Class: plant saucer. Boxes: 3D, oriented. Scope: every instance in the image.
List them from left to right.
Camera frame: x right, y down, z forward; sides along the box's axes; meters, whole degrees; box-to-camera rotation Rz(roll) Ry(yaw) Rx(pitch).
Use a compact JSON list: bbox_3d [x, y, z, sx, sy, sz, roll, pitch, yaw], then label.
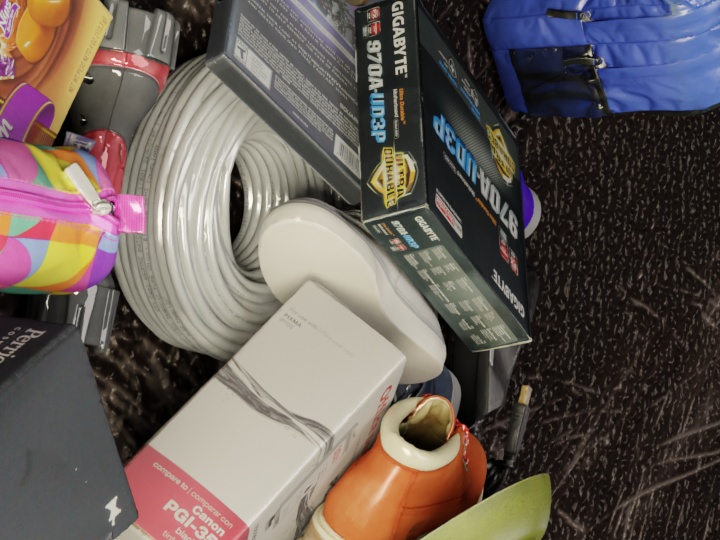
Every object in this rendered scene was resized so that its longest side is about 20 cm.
[{"bbox_3d":[0.043,0.195,1.347,0.200,0.200,0.031,-12,63,-56],"label":"plant saucer"}]

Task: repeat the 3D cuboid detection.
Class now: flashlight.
[{"bbox_3d":[-0.151,-0.054,1.252,0.068,0.068,0.201,19,79,-58],"label":"flashlight"}]

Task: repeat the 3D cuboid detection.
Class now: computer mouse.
[{"bbox_3d":[0.091,0.077,1.612,0.046,0.140,0.200,24,76,-16],"label":"computer mouse"}]

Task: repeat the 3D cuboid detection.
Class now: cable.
[{"bbox_3d":[-0.078,-0.044,1.368,0.200,0.069,0.200,29,73,-55],"label":"cable"}]

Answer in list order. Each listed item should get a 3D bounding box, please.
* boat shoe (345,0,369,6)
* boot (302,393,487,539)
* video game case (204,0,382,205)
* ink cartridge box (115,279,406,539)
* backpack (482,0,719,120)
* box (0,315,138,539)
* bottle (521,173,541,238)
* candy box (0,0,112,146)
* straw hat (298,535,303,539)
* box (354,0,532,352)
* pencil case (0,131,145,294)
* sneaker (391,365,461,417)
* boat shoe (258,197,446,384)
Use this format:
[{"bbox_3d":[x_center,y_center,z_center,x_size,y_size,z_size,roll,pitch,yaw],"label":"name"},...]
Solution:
[{"bbox_3d":[0.020,-0.253,1.428,0.076,0.074,0.200,48,35,-28],"label":"boat shoe"},{"bbox_3d":[0.045,0.121,1.376,0.107,0.075,0.200,-62,165,21],"label":"boot"},{"bbox_3d":[-0.035,-0.156,1.365,0.143,0.019,0.200,43,36,-34],"label":"video game case"},{"bbox_3d":[-0.070,0.122,1.308,0.200,0.083,0.147,-45,166,-30],"label":"ink cartridge box"},{"bbox_3d":[0.210,-0.204,1.663,0.163,0.200,0.168,-55,138,-35],"label":"backpack"},{"bbox_3d":[-0.247,0.111,1.012,0.197,0.200,0.118,-44,130,-45],"label":"box"},{"bbox_3d":[0.069,-0.069,1.591,0.200,0.065,0.084,29,67,-55],"label":"bottle"},{"bbox_3d":[-0.218,-0.089,1.154,0.117,0.056,0.200,50,53,-48],"label":"candy box"},{"bbox_3d":[-0.050,0.209,1.426,0.085,0.201,0.201,55,29,17],"label":"straw hat"},{"bbox_3d":[0.055,-0.060,1.408,0.200,0.046,0.159,49,34,-54],"label":"box"},{"bbox_3d":[-0.201,-0.033,1.068,0.200,0.088,0.089,4,92,-55],"label":"pencil case"},{"bbox_3d":[0.009,0.131,1.510,0.146,0.077,0.203,57,40,-58],"label":"sneaker"},{"bbox_3d":[0.000,0.000,1.376,0.200,0.072,0.069,41,42,-45],"label":"boat shoe"}]
